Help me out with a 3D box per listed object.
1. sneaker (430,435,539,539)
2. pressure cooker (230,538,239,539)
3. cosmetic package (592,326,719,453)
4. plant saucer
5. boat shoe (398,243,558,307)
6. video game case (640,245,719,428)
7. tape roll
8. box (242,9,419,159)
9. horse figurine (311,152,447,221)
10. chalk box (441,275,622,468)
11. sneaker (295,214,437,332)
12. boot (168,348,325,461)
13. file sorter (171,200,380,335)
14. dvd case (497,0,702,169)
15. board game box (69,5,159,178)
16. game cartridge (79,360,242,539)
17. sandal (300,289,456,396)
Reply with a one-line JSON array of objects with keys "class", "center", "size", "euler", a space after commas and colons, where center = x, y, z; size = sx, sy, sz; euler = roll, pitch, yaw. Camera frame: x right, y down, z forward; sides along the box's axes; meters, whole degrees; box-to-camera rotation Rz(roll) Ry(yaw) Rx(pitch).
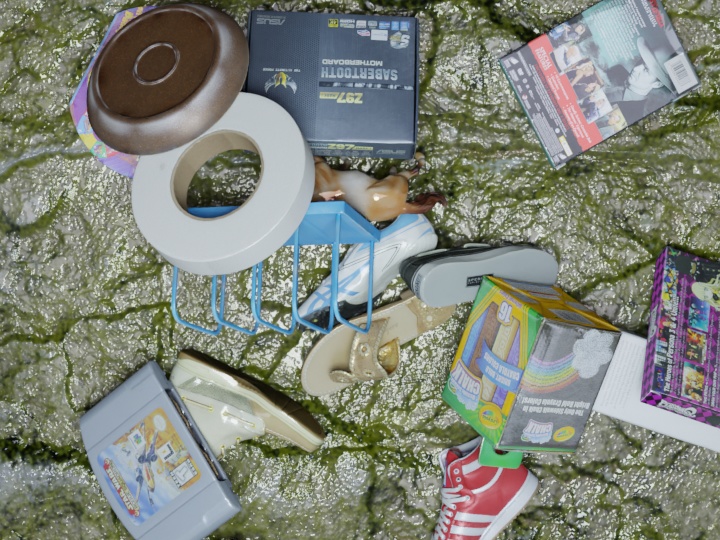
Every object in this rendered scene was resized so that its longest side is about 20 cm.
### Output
[{"class": "sneaker", "center": [0.109, 0.287, 1.358], "size": [0.112, 0.071, 0.200], "euler": [43, 86, -8]}, {"class": "pressure cooker", "center": [-0.148, 0.420, 1.314], "size": [0.200, 0.176, 0.179], "euler": [43, 97, -3]}, {"class": "cosmetic package", "center": [0.343, 0.133, 1.348], "size": [0.198, 0.074, 0.103], "euler": [19, 94, -5]}, {"class": "plant saucer", "center": [-0.218, -0.219, 1.251], "size": [0.197, 0.032, 0.203], "euler": [-8, 61, 15]}, {"class": "boat shoe", "center": [0.139, -0.002, 1.323], "size": [0.198, 0.064, 0.072], "euler": [-2, 114, -29]}, {"class": "video game case", "center": [0.417, 0.086, 1.307], "size": [0.179, 0.036, 0.202], "euler": [18, 57, -4]}, {"class": "tape roll", "center": [-0.146, -0.093, 1.201], "size": [0.200, 0.037, 0.205], "euler": [-8, 63, 16]}, {"class": "box", "center": [-0.033, -0.210, 1.293], "size": [0.197, 0.051, 0.160], "euler": [3, 73, 0]}, {"class": "horse figurine", "center": [0.001, -0.095, 1.289], "size": [0.197, 0.133, 0.050], "euler": [13, 128, 4]}, {"class": "chalk box", "center": [0.183, 0.127, 1.293], "size": [0.123, 0.124, 0.202], "euler": [9, 108, -32]}, {"class": "sneaker", "center": [0.000, 0.000, 1.338], "size": [0.199, 0.072, 0.073], "euler": [-38, 64, 8]}, {"class": "boot", "center": [-0.155, 0.203, 1.345], "size": [0.198, 0.072, 0.156], "euler": [27, 93, 4]}, {"class": "file sorter", "center": [-0.092, 0.003, 1.254], "size": [0.197, 0.139, 0.125], "euler": [-2, 79, 17]}, {"class": "dvd case", "center": [0.280, -0.231, 1.338], "size": [0.198, 0.022, 0.147], "euler": [-30, 95, 3]}, {"class": "board game box", "center": [-0.245, -0.206, 1.320], "size": [0.157, 0.039, 0.202], "euler": [30, 93, -4]}, {"class": "game cartridge", "center": [-0.235, 0.223, 1.307], "size": [0.133, 0.041, 0.201], "euler": [-36, 76, 9]}, {"class": "sandal", "center": [0.024, 0.090, 1.329], "size": [0.210, 0.070, 0.078], "euler": [-33, 119, 1]}]
